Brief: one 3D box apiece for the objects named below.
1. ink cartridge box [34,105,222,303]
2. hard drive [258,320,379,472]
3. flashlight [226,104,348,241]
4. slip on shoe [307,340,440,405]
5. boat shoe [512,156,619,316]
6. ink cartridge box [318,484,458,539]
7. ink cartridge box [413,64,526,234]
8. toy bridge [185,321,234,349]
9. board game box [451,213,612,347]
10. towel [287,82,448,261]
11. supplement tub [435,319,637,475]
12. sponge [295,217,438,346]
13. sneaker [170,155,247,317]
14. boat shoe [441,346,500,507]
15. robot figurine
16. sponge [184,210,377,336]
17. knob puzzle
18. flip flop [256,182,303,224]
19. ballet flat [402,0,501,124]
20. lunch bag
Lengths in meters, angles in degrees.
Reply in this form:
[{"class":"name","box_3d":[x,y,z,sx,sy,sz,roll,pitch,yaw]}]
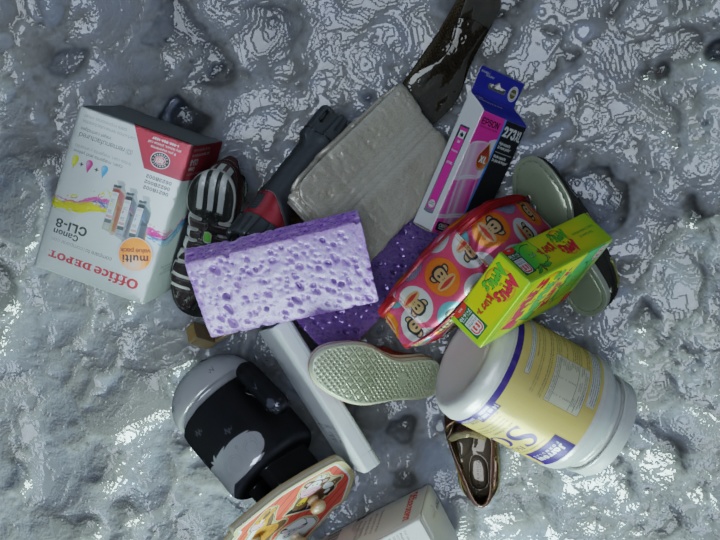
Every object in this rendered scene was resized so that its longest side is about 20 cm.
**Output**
[{"class":"ink cartridge box","box_3d":[-0.275,-0.081,1.528,0.145,0.145,0.200,19,100,4]},{"class":"hard drive","box_3d":[-0.052,0.149,1.539,0.027,0.132,0.200,-33,93,-13]},{"class":"flashlight","box_3d":[-0.075,-0.097,1.500,0.068,0.068,0.200,33,64,8]},{"class":"slip on shoe","box_3d":[0.010,0.119,1.507,0.061,0.200,0.074,13,93,45]},{"class":"boat shoe","box_3d":[0.243,-0.046,1.515,0.072,0.061,0.202,-23,93,38]},{"class":"ink cartridge box","box_3d":[0.012,0.354,1.548,0.200,0.146,0.084,-28,92,10]},{"class":"ink cartridge box","box_3d":[0.137,-0.133,1.498,0.037,0.095,0.200,28,100,39]},{"class":"toy bridge","box_3d":[-0.126,0.031,1.560,0.200,0.067,0.027,-42,48,26]},{"class":"board game box","box_3d":[0.191,0.008,1.403,0.048,0.200,0.102,45,125,17]},{"class":"towel","box_3d":[0.017,-0.106,1.485,0.200,0.034,0.133,-44,107,-16]},{"class":"supplement tub","box_3d":[0.203,0.141,1.481,0.200,0.145,0.146,28,100,-16]},{"class":"sponge","box_3d":[0.000,0.000,1.520,0.200,0.030,0.112,-46,104,-9]},{"class":"sneaker","box_3d":[-0.170,-0.047,1.547,0.076,0.116,0.200,18,120,3]},{"class":"boat shoe","box_3d":[0.135,0.189,1.549,0.072,0.072,0.201,-4,96,7]},{"class":"robot figurine","box_3d":[-0.138,0.193,1.544,0.150,0.125,0.200,-45,71,6]},{"class":"sponge","box_3d":[-0.087,0.006,1.431,0.200,0.030,0.112,-13,126,3]},{"class":"knob puzzle","box_3d":[-0.077,0.292,1.514,0.220,0.220,0.030,-43,64,10]},{"class":"flip flop","box_3d":[-0.040,-0.041,1.548,0.200,0.058,0.081,41,100,0]},{"class":"ballet flat","box_3d":[0.101,-0.254,1.515,0.067,0.046,0.200,24,106,-19]},{"class":"lunch bag","box_3d":[0.128,0.000,1.475,0.082,0.176,0.200,51,120,13]}]
